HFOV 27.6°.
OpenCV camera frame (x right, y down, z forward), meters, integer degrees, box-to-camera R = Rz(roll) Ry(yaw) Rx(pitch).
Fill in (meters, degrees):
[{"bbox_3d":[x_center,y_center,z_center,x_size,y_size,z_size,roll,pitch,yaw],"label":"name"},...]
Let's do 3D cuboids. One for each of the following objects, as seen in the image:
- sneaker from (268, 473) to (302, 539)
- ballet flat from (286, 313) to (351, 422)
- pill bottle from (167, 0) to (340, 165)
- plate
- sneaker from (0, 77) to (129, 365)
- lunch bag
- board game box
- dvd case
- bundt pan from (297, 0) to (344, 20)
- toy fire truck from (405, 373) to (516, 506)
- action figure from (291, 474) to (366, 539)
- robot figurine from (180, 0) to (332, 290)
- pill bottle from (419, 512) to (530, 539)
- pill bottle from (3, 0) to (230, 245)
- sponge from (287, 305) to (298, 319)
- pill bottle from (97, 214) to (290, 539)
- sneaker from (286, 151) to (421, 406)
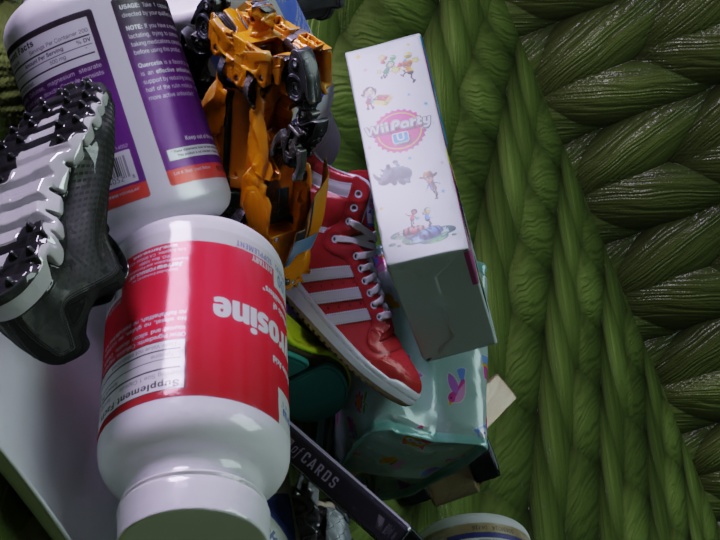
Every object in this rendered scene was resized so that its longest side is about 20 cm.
[{"bbox_3d":[-0.061,0.194,1.010,0.200,0.080,0.115,55,25,-37],"label":"sneaker"},{"bbox_3d":[-0.056,0.059,1.101,0.200,0.067,0.067,49,19,-66],"label":"ballet flat"},{"bbox_3d":[-0.086,-0.155,1.102,0.200,0.112,0.112,62,18,-47],"label":"pill bottle"},{"bbox_3d":[-0.188,0.052,0.856,0.200,0.032,0.200,-82,148,-54],"label":"plate"},{"bbox_3d":[-0.170,-0.025,0.841,0.201,0.066,0.091,-84,152,-46],"label":"sneaker"},{"bbox_3d":[0.028,0.096,1.243,0.200,0.121,0.171,127,-30,-61],"label":"lunch bag"},{"bbox_3d":[0.046,-0.055,1.117,0.148,0.064,0.201,69,8,-57],"label":"board game box"},{"bbox_3d":[-0.024,0.146,1.047,0.200,0.025,0.150,37,-8,27],"label":"dvd case"},{"bbox_3d":[-0.092,-0.316,1.337,0.202,0.076,0.202,43,-34,40],"label":"bundt pan"},{"bbox_3d":[0.086,0.127,1.487,0.200,0.128,0.177,-43,112,-84],"label":"toy fire truck"},{"bbox_3d":[-0.004,0.237,1.160,0.200,0.069,0.130,55,32,-31],"label":"action figure"},{"bbox_3d":[-0.069,-0.092,0.996,0.058,0.145,0.201,-21,135,-38],"label":"robot figurine"},{"bbox_3d":[0.110,0.331,1.320,0.116,0.115,0.201,51,25,-46],"label":"pill bottle"},{"bbox_3d":[-0.166,-0.117,0.968,0.112,0.112,0.201,-11,82,-72],"label":"pill bottle"},{"bbox_3d":[-0.047,0.027,1.294,0.200,0.030,0.112,-39,116,-73],"label":"sponge"},{"bbox_3d":[-0.098,0.075,0.866,0.112,0.112,0.201,51,26,-46],"label":"pill bottle"},{"bbox_3d":[0.000,0.000,1.101,0.200,0.112,0.071,46,2,2],"label":"sneaker"}]
